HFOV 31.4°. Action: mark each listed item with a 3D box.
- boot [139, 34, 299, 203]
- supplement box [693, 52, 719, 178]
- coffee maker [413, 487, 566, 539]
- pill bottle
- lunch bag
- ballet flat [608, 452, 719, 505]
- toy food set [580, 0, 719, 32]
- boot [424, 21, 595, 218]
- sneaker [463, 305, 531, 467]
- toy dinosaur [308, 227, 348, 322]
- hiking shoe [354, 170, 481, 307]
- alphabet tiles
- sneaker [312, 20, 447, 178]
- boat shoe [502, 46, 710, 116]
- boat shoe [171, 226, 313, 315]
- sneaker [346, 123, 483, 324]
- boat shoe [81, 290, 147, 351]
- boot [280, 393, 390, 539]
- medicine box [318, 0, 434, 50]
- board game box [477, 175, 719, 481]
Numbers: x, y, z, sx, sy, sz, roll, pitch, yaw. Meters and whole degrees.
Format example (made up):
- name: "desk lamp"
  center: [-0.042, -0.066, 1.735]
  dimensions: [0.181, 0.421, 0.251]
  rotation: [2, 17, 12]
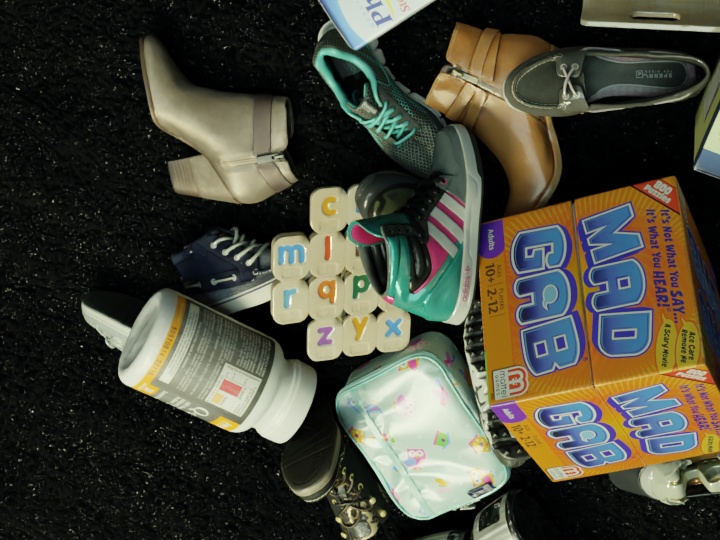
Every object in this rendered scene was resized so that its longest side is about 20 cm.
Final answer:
- name: "boot"
  center: [-0.147, -0.168, 1.387]
  dimensions: [0.146, 0.070, 0.201]
  rotation: [-9, 110, 12]
- name: "supplement box"
  center: [0.399, -0.182, 1.149]
  dimensions: [0.134, 0.200, 0.201]
  rotation: [21, 116, 6]
- name: "coffee maker"
  center: [0.148, 0.366, 1.496]
  dimensions: [0.200, 0.135, 0.192]
  rotation: [-28, 129, 24]
- name: "pill bottle"
  center: [-0.156, 0.110, 1.418]
  dimensions: [0.199, 0.117, 0.117]
  rotation: [28, 118, -19]
- name: "lunch bag"
  center: [0.074, 0.184, 1.455]
  dimensions: [0.160, 0.077, 0.200]
  rotation: [-28, 101, 23]
- name: "ballet flat"
  center: [0.367, 0.219, 1.394]
  dimensions: [0.199, 0.073, 0.073]
  rotation: [-9, 109, 19]
- name: "toy food set"
  center: [0.283, -0.328, 1.200]
  dimensions: [0.143, 0.060, 0.201]
  rotation: [5, 113, 14]
- name: "boot"
  center: [0.137, -0.143, 1.300]
  dimensions: [0.155, 0.077, 0.201]
  rotation: [19, 110, 1]
- name: "sneaker"
  center: [0.149, 0.123, 1.382]
  dimensions: [0.066, 0.201, 0.091]
  rotation: [-8, 153, -1]
- name: "toy dinosaur"
  center: [-0.012, -0.027, 1.414]
  dimensions: [0.088, 0.048, 0.200]
  rotation: [28, 119, -4]
- name: "hiking shoe"
  center: [0.081, -0.031, 1.324]
  dimensions: [0.200, 0.101, 0.076]
  rotation: [36, 94, -28]
- name: "alphabet tiles"
  center: [0.000, 0.000, 1.371]
  dimensions: [0.199, 0.015, 0.197]
  rotation: [-6, 113, -19]
- name: "sneaker"
  center: [0.017, -0.167, 1.321]
  dimensions: [0.078, 0.091, 0.200]
  rotation: [-39, 97, 26]
- name: "boat shoe"
  center: [0.239, -0.187, 1.235]
  dimensions: [0.199, 0.057, 0.067]
  rotation: [-5, 91, -7]
- name: "boat shoe"
  center: [-0.128, -0.011, 1.423]
  dimensions: [0.199, 0.075, 0.093]
  rotation: [-22, 101, 34]
- name: "sneaker"
  center: [0.049, -0.052, 1.249]
  dimensions: [0.120, 0.084, 0.201]
  rotation: [7, 77, -20]
- name: "boat shoe"
  center: [-0.242, 0.092, 1.509]
  dimensions: [0.201, 0.074, 0.065]
  rotation: [28, 113, -5]
- name: "boot"
  center: [-0.025, 0.241, 1.447]
  dimensions: [0.073, 0.200, 0.151]
  rotation: [-29, 108, 3]
- name: "medicine box"
  center: [0.066, -0.314, 1.197]
  dimensions: [0.200, 0.182, 0.103]
  rotation: [-30, 101, 24]
- name: "board game box"
  center: [0.243, 0.064, 1.249]
  dimensions: [0.199, 0.201, 0.200]
  rotation: [-14, 146, 20]
